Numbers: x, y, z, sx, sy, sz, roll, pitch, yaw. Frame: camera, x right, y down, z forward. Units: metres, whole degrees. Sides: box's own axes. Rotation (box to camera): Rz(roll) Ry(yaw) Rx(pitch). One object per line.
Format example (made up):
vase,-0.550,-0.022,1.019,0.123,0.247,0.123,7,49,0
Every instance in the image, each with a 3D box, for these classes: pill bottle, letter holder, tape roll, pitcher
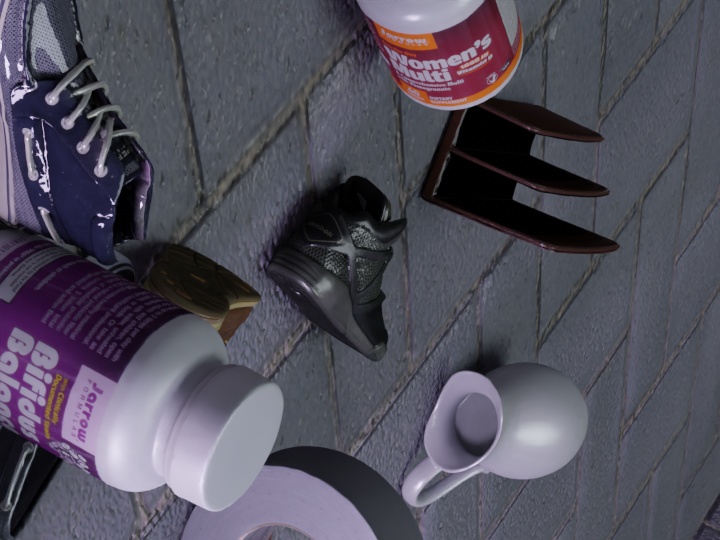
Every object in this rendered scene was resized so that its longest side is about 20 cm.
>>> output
pill bottle,0.053,-0.207,1.510,0.110,0.109,0.200,-60,158,-12
pill bottle,-0.149,0.062,1.212,0.112,0.200,0.112,-49,153,-35
letter holder,0.168,-0.084,1.862,0.200,0.142,0.101,-3,116,-66
tape roll,-0.046,0.245,1.645,0.066,0.200,0.201,-16,128,-60
pitcher,0.137,0.174,2.131,0.172,0.121,0.200,-51,153,23

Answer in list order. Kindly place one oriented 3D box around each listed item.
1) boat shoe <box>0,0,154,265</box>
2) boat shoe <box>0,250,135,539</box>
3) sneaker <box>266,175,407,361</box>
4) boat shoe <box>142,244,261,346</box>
boat shoe,-0.160,-0.094,1.165,0.075,0.093,0.200,-46,152,-39
boat shoe,-0.190,0.080,1.316,0.200,0.068,0.072,-58,157,-19
sneaker,0.000,0.000,1.656,0.114,0.076,0.199,-54,151,-11
boat shoe,-0.120,0.030,1.399,0.068,0.072,0.200,-58,178,10
